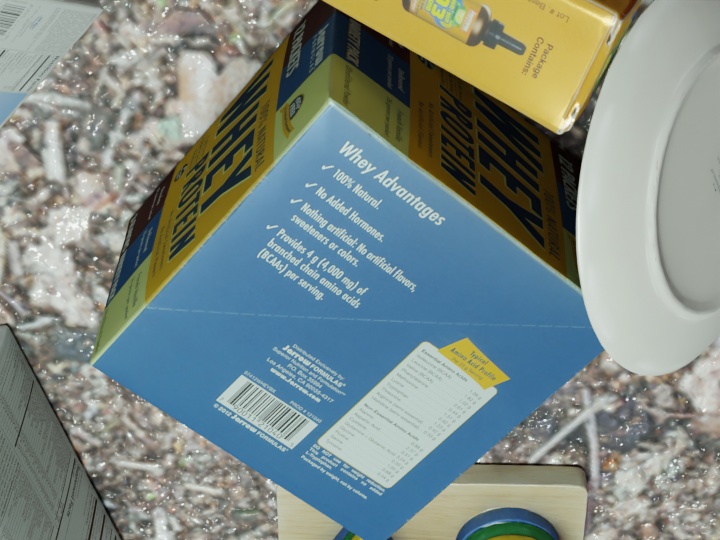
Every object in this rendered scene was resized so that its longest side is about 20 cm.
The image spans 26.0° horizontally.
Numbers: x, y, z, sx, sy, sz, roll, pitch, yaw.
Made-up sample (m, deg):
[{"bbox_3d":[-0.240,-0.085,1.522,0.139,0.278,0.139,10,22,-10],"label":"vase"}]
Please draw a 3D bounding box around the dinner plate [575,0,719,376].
[{"bbox_3d":[0.170,-0.045,0.771,0.024,0.200,0.202,13,134,38],"label":"dinner plate"}]

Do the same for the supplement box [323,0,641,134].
[{"bbox_3d":[0.031,-0.147,0.726,0.199,0.069,0.067,32,127,9],"label":"supplement box"}]

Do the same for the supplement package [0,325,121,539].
[{"bbox_3d":[-0.272,0.174,0.948,0.189,0.148,0.202,-14,122,11],"label":"supplement package"}]

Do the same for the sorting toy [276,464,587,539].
[{"bbox_3d":[0.045,0.225,1.022,0.197,0.070,0.201,1,125,1],"label":"sorting toy"}]

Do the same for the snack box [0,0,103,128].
[{"bbox_3d":[-0.221,-0.082,0.820,0.200,0.072,0.024,-42,71,26],"label":"snack box"}]

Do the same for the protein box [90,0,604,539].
[{"bbox_3d":[0.000,0.000,0.828,0.198,0.136,0.200,35,119,-20],"label":"protein box"}]
